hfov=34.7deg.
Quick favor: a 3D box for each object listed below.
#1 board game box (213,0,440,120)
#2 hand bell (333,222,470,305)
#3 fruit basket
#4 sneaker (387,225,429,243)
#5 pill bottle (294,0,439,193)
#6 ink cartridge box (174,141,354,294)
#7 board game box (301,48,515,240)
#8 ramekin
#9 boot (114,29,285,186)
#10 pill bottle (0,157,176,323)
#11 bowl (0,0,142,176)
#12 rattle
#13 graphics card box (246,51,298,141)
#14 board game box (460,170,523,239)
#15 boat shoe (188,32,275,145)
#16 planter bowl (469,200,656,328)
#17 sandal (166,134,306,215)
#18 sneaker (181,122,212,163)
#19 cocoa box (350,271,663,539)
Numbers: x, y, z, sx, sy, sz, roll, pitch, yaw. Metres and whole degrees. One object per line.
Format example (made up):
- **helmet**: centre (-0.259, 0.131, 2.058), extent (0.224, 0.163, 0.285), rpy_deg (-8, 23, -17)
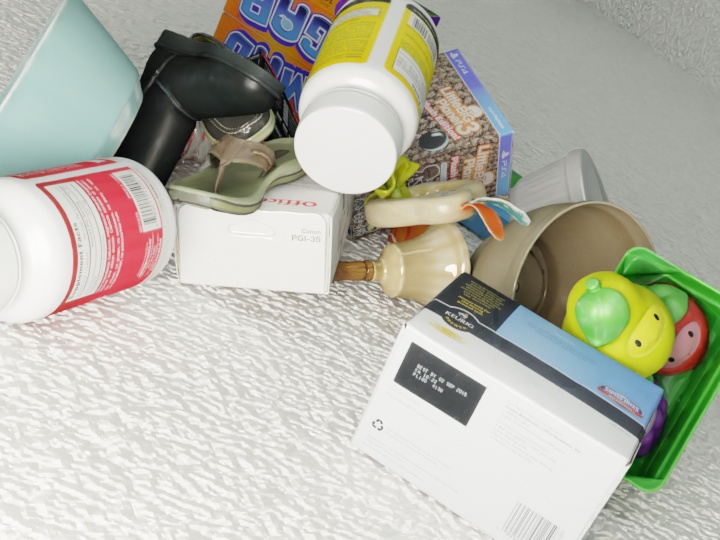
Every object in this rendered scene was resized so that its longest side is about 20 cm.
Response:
- **board game box**: centre (-0.055, -0.299, 1.544), extent (0.200, 0.200, 0.200), rpy_deg (36, 25, 21)
- **hand bell**: centre (0.000, 0.000, 1.161), extent (0.200, 0.104, 0.104), rpy_deg (-1, 34, -26)
- **fruit basket**: centre (0.247, 0.077, 1.029), extent (0.155, 0.216, 0.216), rpy_deg (31, 24, 11)
- **sneaker**: centre (0.069, -0.066, 1.351), extent (0.073, 0.077, 0.200), rpy_deg (15, 28, -27)
- **pill bottle**: centre (0.006, -0.170, 1.095), extent (0.114, 0.114, 0.200), rpy_deg (24, 43, -6)
- **ink cartridge box**: centre (-0.088, -0.057, 1.114), extent (0.146, 0.083, 0.200), rpy_deg (4, 24, 5)
- **board game box**: centre (0.052, -0.147, 1.322), extent (0.200, 0.097, 0.160), rpy_deg (-18, 51, -12)
- **ramekin**: centre (0.243, -0.034, 1.340), extent (0.202, 0.094, 0.203), rpy_deg (52, 29, -45)
- **boot**: centre (-0.174, -0.138, 1.097), extent (0.198, 0.163, 0.073), rpy_deg (25, -7, 43)
- **pill bottle**: centre (-0.244, -0.023, 0.898), extent (0.112, 0.112, 0.200), rpy_deg (34, 25, 17)
- **bowl**: centre (-0.270, -0.140, 1.036), extent (0.105, 0.201, 0.201), rpy_deg (31, 21, -21)
- **rattle**: centre (0.079, -0.106, 1.137), extent (0.130, 0.143, 0.200), rpy_deg (4, 2, -22)
- **graphics card box**: centre (-0.108, -0.160, 1.315), extent (0.200, 0.051, 0.126), rpy_deg (-98, 163, -62)
- **board game box**: centre (0.179, -0.099, 1.573), extent (0.153, 0.040, 0.200), rpy_deg (36, 25, 21)
- **boat shoe**: centre (-0.145, -0.187, 1.182), extent (0.066, 0.072, 0.201), rpy_deg (62, -3, -37)
- **planter bowl**: centre (0.190, 0.025, 1.181), extent (0.200, 0.201, 0.135), rpy_deg (10, 1, -33)
- **sandal**: centre (-0.107, -0.097, 1.027), extent (0.080, 0.057, 0.201), rpy_deg (13, 26, 19)
- **sneaker**: centre (-0.206, -0.155, 1.242), extent (0.104, 0.076, 0.200), rpy_deg (21, 18, 14)
- **cocoa box**: centre (0.120, 0.119, 0.941), extent (0.200, 0.134, 0.131), rpy_deg (31, 30, 13)
